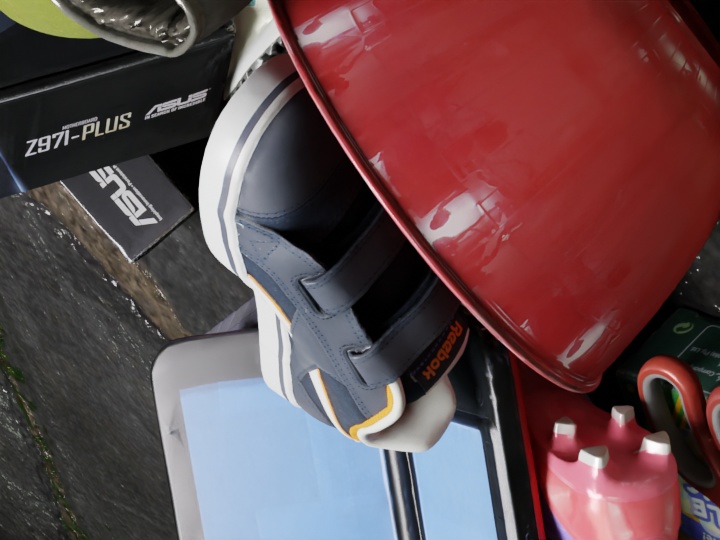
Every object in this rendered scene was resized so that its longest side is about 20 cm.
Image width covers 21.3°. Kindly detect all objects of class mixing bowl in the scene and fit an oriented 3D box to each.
[{"bbox_3d":[0.069,-0.067,0.686,0.200,0.108,0.200,48,-162,-21],"label":"mixing bowl"}]

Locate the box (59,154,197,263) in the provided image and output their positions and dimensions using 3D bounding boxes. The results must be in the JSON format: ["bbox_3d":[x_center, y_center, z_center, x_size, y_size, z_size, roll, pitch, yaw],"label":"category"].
[{"bbox_3d":[-0.154,-0.079,1.019,0.160,0.044,0.200,50,178,-5],"label":"box"}]

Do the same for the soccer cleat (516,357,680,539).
[{"bbox_3d":[0.082,0.076,0.847,0.200,0.067,0.077,-135,41,-63],"label":"soccer cleat"}]

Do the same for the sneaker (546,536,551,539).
[{"bbox_3d":[0.100,0.126,0.874,0.200,0.070,0.082,32,146,22],"label":"sneaker"}]

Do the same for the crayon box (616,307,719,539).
[{"bbox_3d":[0.198,0.121,0.842,0.126,0.052,0.200,16,139,46],"label":"crayon box"}]

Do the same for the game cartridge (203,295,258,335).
[{"bbox_3d":[0.019,0.074,0.973,0.200,0.038,0.130,26,152,-14],"label":"game cartridge"}]

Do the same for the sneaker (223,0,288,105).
[{"bbox_3d":[-0.032,-0.148,0.839,0.093,0.070,0.200,64,157,11],"label":"sneaker"}]

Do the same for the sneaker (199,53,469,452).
[{"bbox_3d":[0.000,0.000,0.709,0.079,0.078,0.200,29,158,23],"label":"sneaker"}]

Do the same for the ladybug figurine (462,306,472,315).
[{"bbox_3d":[0.015,-0.024,0.870,0.136,0.072,0.200,17,175,-35],"label":"ladybug figurine"}]

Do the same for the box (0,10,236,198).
[{"bbox_3d":[-0.172,-0.141,0.865,0.200,0.164,0.086,64,158,22],"label":"box"}]

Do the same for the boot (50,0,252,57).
[{"bbox_3d":[0.005,-0.146,0.623,0.182,0.200,0.073,5,127,53],"label":"boot"}]

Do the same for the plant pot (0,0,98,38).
[{"bbox_3d":[-0.109,-0.194,0.731,0.187,0.187,0.200,34,146,26],"label":"plant pot"}]

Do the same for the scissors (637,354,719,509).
[{"bbox_3d":[0.173,0.118,0.808,0.073,0.014,0.200,6,131,49],"label":"scissors"}]

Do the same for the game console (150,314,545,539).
[{"bbox_3d":[-0.003,0.124,0.837,0.172,0.119,0.200,-174,73,-70],"label":"game console"}]
